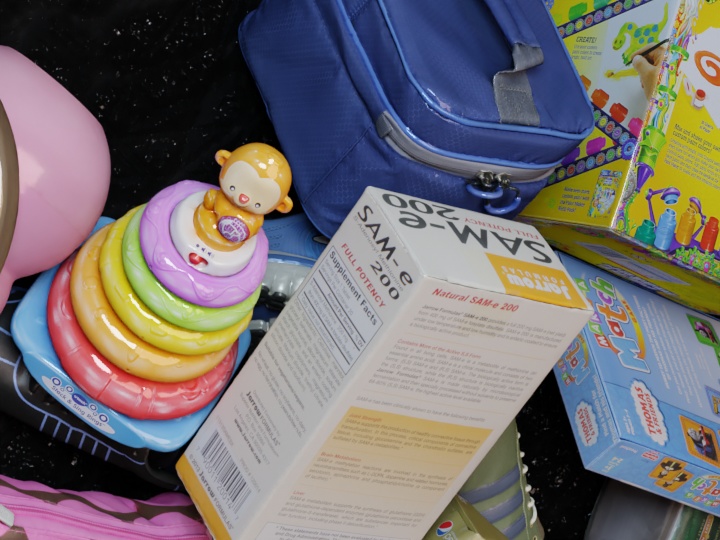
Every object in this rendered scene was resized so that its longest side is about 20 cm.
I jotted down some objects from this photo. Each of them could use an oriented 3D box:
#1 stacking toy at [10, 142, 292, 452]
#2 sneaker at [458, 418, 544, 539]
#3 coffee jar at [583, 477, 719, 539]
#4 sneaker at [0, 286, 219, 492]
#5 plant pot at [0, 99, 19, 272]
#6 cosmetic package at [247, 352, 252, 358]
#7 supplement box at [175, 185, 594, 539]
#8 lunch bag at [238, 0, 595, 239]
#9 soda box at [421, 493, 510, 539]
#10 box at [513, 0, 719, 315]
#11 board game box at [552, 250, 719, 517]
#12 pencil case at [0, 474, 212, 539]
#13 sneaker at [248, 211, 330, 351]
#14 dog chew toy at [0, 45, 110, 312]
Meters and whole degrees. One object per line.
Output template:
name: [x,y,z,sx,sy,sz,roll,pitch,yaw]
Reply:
stacking toy: [-0.085,-0.004,1.333,0.116,0.200,0.110,38,50,-5]
sneaker: [0.068,0.136,1.533,0.089,0.067,0.201,10,101,-32]
coffee jar: [0.244,0.187,1.713,0.199,0.085,0.105,26,84,-35]
sneaker: [-0.141,0.065,1.429,0.199,0.078,0.070,28,83,-35]
plant pot: [-0.269,-0.042,1.246,0.200,0.093,0.202,-1,84,7]
cosmetic package: [0.017,0.113,1.565,0.150,0.052,0.201,-16,107,-29]
supplement box: [0.011,0.062,1.376,0.126,0.074,0.200,12,123,-42]
lunch bag: [0.035,-0.108,1.430,0.135,0.201,0.132,5,138,-36]
soda box: [0.097,0.213,1.487,0.068,0.064,0.200,-44,116,5]
box: [0.204,-0.089,1.588,0.199,0.122,0.194,24,82,-38]
board game box: [0.201,0.081,1.636,0.199,0.152,0.037,23,127,-36]
pencil case: [-0.169,0.143,1.410,0.199,0.094,0.091,14,51,-40]
sneaker: [0.000,0.000,1.470,0.079,0.199,0.089,97,4,-50]
dog chew toy: [-0.219,-0.017,1.340,0.200,0.124,0.125,-51,122,-7]
